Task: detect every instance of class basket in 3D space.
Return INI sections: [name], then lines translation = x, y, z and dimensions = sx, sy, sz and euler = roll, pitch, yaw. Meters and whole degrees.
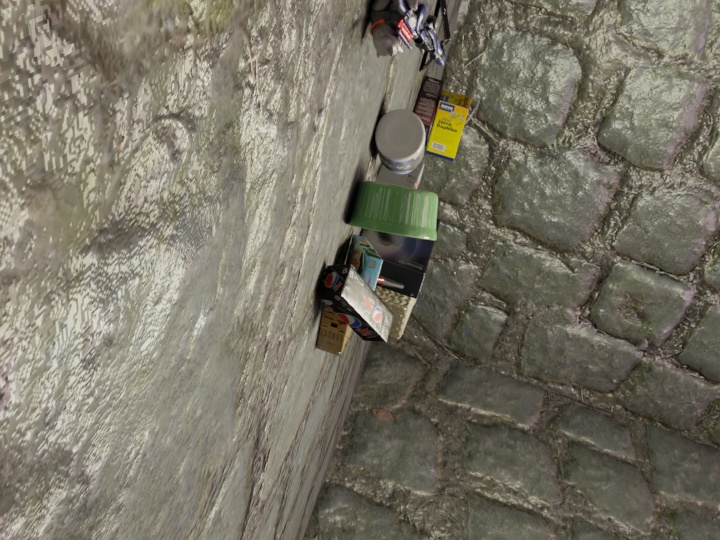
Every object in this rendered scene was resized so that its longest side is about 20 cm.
[basket]
translation = 0.067, 0.063, 1.967
dimensions = 0.201, 0.194, 0.163
euler = 100, 14, -59

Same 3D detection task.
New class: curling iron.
[curling iron]
translation = 0.053, 0.034, 1.696
dimensions = 0.199, 0.025, 0.050
euler = 9, 55, -58

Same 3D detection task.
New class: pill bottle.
[pill bottle]
translation = 0.093, -0.288, 1.556
dimensions = 0.200, 0.111, 0.116
euler = 33, 74, -84

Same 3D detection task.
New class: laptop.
[laptop]
translation = 0.227, -0.747, 2.133
dimensions = 0.178, 0.101, 0.205
euler = -62, 143, -68

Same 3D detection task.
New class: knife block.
[knife block]
translation = -0.045, 0.102, 1.584
dimensions = 0.177, 0.063, 0.203
euler = -68, 172, -52

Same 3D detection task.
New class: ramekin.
[ramekin]
translation = 0.076, -0.131, 1.467
dimensions = 0.200, 0.195, 0.100
euler = -29, 129, -82

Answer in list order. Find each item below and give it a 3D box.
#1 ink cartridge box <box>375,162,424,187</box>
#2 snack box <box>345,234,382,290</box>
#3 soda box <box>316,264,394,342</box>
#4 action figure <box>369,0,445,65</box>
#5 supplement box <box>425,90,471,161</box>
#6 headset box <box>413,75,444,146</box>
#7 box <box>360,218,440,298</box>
[ink cartridge box]
translation = 0.100, -0.241, 1.806
dimensions = 0.201, 0.107, 0.051
euler = -66, 172, -54
[snack box]
translation = 0.000, 0.000, 1.543
dimensions = 0.200, 0.036, 0.119
euler = -123, -133, -70
[soda box]
translation = -0.006, 0.070, 1.378
dimensions = 0.200, 0.062, 0.072
euler = 48, 52, -44
[action figure]
translation = 0.073, -0.410, 1.057
dimensions = 0.200, 0.103, 0.197
euler = 45, 65, -56
[supplement box]
translation = 0.310, -0.509, 2.384
dimensions = 0.110, 0.107, 0.203
euler = -68, 172, -53
[headset box]
translation = 0.226, -0.550, 2.377
dimensions = 0.149, 0.075, 0.204
euler = 92, 14, -72
[box]
translation = 0.096, -0.061, 1.832
dimensions = 0.124, 0.196, 0.201
euler = 101, 8, -54
